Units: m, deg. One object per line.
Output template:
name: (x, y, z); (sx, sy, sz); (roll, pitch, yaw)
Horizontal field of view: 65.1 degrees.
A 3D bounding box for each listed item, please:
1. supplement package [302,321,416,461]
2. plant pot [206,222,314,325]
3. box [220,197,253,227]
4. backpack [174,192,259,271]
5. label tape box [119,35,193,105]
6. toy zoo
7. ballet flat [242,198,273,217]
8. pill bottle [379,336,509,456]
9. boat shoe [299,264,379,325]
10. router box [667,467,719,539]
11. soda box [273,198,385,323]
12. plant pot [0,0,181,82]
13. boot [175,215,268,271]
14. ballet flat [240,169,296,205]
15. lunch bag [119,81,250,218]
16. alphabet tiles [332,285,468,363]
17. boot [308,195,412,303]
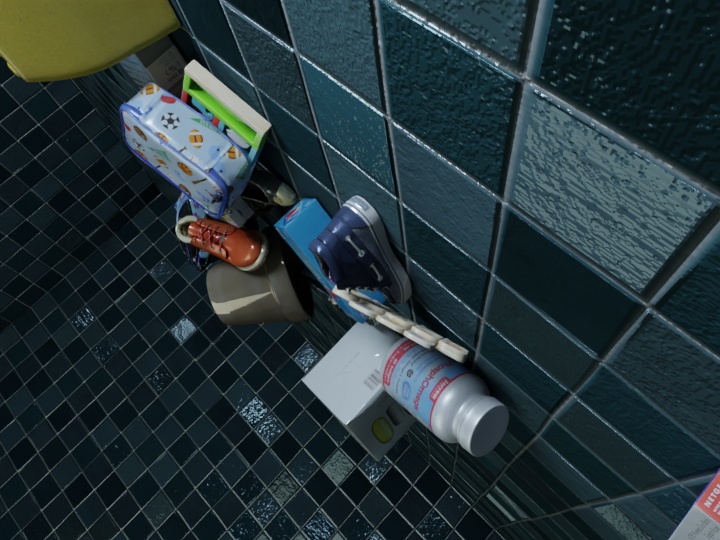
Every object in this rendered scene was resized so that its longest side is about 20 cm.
supplement package: (0.026, 0.234, 1.131); (0.147, 0.191, 0.201); (36, 165, 39)
plant pot: (-0.203, 0.027, 1.119); (0.200, 0.171, 0.203); (-19, -90, -86)
box: (-0.252, -0.117, 1.039); (0.042, 0.039, 0.199); (50, 165, -30)
backpack: (-0.324, -0.124, 1.243); (0.135, 0.180, 0.202); (57, 162, 37)
label tape box: (-0.313, -0.306, 0.892); (0.144, 0.063, 0.201); (33, 163, 43)
toy zoo: (-0.205, -0.196, 0.818); (0.131, 0.021, 0.200); (39, 153, -7)
ballet flat: (-0.208, -0.170, 1.001); (0.064, 0.071, 0.201); (7, 152, 25)
pill bottle: (0.125, 0.189, 0.862); (0.199, 0.109, 0.109); (31, 161, 48)
boat shoe: (-0.039, 0.046, 1.078); (0.199, 0.057, 0.069); (41, 166, 27)
router box: (0.357, 0.263, 0.464); (0.179, 0.049, 0.201); (37, 164, 37)
soda box: (-0.043, -0.014, 0.884); (0.201, 0.068, 0.064); (52, 167, -22)
plant pot: (-0.383, -0.350, 0.683); (0.194, 0.200, 0.196); (38, 164, 33)
boot: (-0.251, -0.053, 1.014); (0.198, 0.076, 0.107); (14, 176, 40)
ballet flat: (-0.198, -0.134, 0.926); (0.196, 0.057, 0.067); (14, 147, 11)
lunch bag: (-0.253, -0.164, 0.824); (0.199, 0.076, 0.160); (41, 156, -8)
alphabet tiles: (0.057, 0.070, 0.773); (0.198, 0.015, 0.195); (27, -179, 15)
boot: (0.000, 0.000, 0.737); (0.072, 0.090, 0.201); (34, 162, 42)
